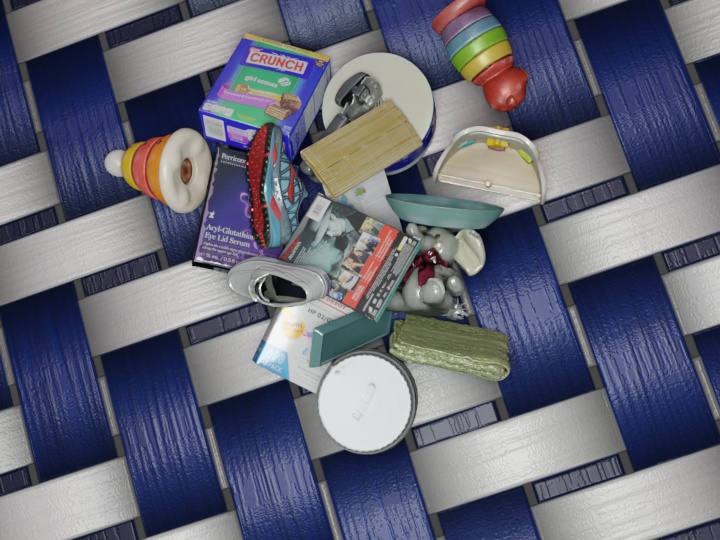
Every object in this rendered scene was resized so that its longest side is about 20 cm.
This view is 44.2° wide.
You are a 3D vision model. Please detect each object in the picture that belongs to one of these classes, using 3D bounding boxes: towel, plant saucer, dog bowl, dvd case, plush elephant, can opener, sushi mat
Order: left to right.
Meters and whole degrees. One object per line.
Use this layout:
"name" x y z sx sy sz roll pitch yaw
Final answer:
"can opener" -0.038 -0.244 1.498 0.067 0.053 0.201 35 88 42
"dvd case" -0.021 -0.024 1.403 0.198 0.022 0.147 26 78 22
"plant saucer" -0.010 0.101 1.443 0.019 0.199 0.071 22 116 34
"sushi mat" 0.005 -0.200 1.451 0.199 0.012 0.096 -34 84 -25
"dog bowl" 0.033 -0.273 1.550 0.197 0.079 0.203 -1 81 7
"plush elephant" 0.113 -0.009 1.455 0.163 0.199 0.157 -7 75 41
"plant saucer" 0.136 -0.096 1.459 0.197 0.200 0.036 7 99 8
"towel" 0.146 0.124 1.451 0.197 0.149 0.037 9 110 6

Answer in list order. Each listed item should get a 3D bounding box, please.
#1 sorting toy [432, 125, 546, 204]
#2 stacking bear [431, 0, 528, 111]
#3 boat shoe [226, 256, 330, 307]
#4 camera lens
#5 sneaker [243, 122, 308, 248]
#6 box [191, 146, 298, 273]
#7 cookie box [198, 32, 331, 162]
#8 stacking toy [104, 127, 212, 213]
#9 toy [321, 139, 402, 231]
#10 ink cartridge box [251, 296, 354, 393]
"sorting toy" 0.223 -0.194 1.464 0.197 0.180 0.108 12 84 8
"stacking bear" 0.218 -0.368 1.530 0.113 0.121 0.201 -31 87 0
"boat shoe" -0.143 0.020 1.391 0.198 0.065 0.075 -2 106 35
"camera lens" 0.013 0.207 1.419 0.158 0.200 0.162 0 84 4
"sneaker" -0.134 -0.140 1.455 0.095 0.079 0.203 -4 96 -37
"box" -0.199 -0.094 1.519 0.146 0.104 0.203 11 84 -12
"cookie box" -0.161 -0.302 1.542 0.169 0.076 0.201 17 57 9
"stacking toy" -0.377 -0.183 1.577 0.198 0.146 0.148 8 83 23
"toy" -0.002 -0.111 1.508 0.114 0.047 0.202 -26 117 -18
"ink cartridge box" -0.083 0.084 1.459 0.114 0.068 0.202 26 84 -11
